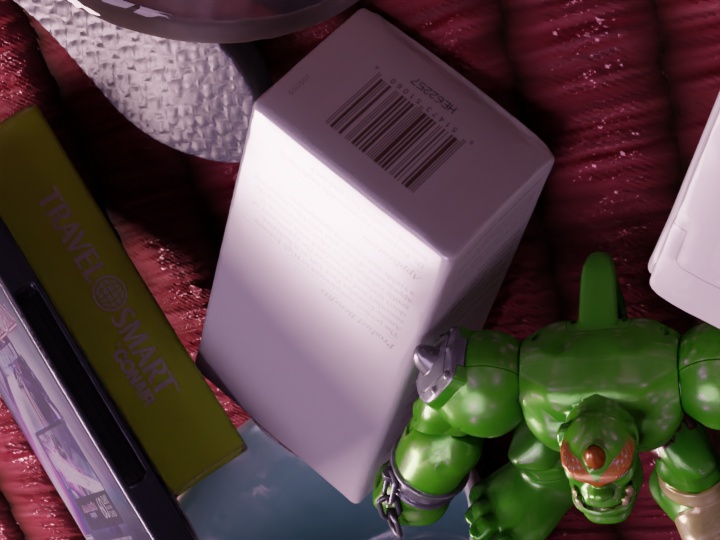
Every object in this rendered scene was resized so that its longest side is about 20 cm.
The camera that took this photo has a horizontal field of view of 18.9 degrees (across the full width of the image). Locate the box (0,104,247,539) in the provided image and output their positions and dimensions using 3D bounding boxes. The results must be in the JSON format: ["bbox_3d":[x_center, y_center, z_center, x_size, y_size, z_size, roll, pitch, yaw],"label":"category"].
[{"bbox_3d":[-0.122,0.031,0.984,0.201,0.047,0.122,59,161,-2],"label":"box"}]

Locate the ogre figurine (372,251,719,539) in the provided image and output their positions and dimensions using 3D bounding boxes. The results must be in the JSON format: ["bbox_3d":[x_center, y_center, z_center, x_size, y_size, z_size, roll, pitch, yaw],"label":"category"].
[{"bbox_3d":[0.096,0.062,0.846,0.199,0.099,0.120,14,149,24],"label":"ogre figurine"}]

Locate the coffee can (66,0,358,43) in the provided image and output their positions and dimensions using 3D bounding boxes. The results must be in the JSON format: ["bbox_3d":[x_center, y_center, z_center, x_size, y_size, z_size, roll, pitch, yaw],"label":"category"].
[{"bbox_3d":[-0.039,-0.186,0.628,0.146,0.147,0.200,29,147,9],"label":"coffee can"}]

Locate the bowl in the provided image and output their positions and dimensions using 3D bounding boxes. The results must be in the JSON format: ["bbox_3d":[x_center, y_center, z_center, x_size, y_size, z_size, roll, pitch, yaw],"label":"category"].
[{"bbox_3d":[0.001,0.163,1.015,0.200,0.202,0.105,-1,154,42],"label":"bowl"}]

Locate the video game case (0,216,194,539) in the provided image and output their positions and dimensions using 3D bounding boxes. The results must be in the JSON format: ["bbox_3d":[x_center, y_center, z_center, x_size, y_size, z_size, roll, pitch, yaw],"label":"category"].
[{"bbox_3d":[-0.137,0.058,0.965,0.201,0.019,0.143,59,161,-1],"label":"video game case"}]

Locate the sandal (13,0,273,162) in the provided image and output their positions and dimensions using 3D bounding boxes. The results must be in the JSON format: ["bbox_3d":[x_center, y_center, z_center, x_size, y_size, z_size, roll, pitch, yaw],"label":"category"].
[{"bbox_3d":[-0.107,-0.123,0.873,0.200,0.043,0.076,40,140,10],"label":"sandal"}]

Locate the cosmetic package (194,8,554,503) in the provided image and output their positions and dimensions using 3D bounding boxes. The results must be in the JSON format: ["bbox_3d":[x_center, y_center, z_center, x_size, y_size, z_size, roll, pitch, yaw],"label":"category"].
[{"bbox_3d":[0.000,0.000,0.884,0.102,0.074,0.200,40,149,13],"label":"cosmetic package"}]

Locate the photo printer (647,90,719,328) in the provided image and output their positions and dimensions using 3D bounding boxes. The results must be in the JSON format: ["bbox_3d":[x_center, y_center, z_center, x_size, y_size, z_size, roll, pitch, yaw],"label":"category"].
[{"bbox_3d":[0.205,-0.011,0.700,0.199,0.070,0.167,27,147,11],"label":"photo printer"}]
